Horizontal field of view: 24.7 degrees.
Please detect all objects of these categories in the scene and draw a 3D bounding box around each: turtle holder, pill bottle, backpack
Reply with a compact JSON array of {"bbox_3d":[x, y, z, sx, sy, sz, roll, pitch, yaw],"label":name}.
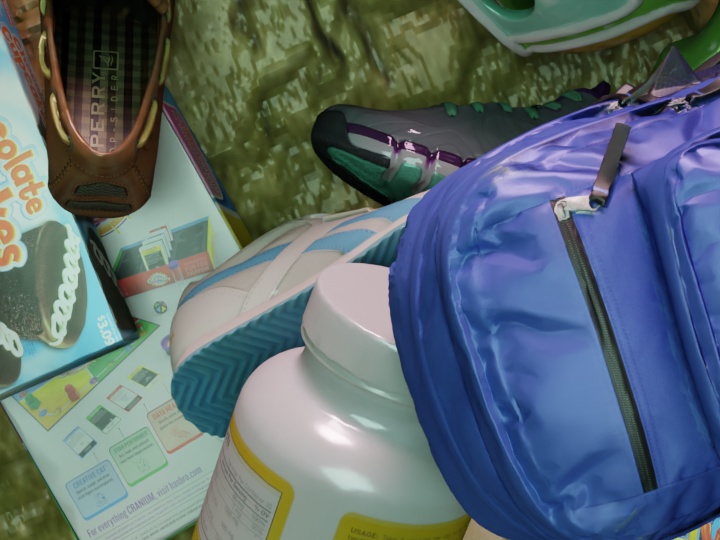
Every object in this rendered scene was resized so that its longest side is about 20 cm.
[{"bbox_3d":[0.112,-0.164,0.773,0.132,0.142,0.185,-42,131,21],"label":"turtle holder"},{"bbox_3d":[-0.011,0.105,0.706,0.111,0.112,0.202,21,111,3],"label":"pill bottle"},{"bbox_3d":[0.115,0.005,0.585,0.198,0.168,0.164,-18,85,-13],"label":"backpack"}]

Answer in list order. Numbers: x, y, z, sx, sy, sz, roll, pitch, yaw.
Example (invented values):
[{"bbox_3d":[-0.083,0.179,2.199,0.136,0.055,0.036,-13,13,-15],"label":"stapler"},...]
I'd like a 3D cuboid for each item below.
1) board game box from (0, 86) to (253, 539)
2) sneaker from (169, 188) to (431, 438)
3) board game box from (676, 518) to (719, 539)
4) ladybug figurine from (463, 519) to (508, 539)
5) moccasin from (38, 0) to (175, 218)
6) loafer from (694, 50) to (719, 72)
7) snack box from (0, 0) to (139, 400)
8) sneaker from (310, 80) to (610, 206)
[{"bbox_3d":[-0.116,0.030,0.838,0.152,0.040,0.202,-29,91,6],"label":"board game box"},{"bbox_3d":[0.000,0.000,0.763,0.198,0.081,0.077,-23,124,4],"label":"sneaker"},{"bbox_3d":[0.223,0.101,0.810,0.194,0.056,0.202,27,96,2],"label":"board game box"},{"bbox_3d":[0.014,0.164,0.816,0.134,0.072,0.203,9,101,13],"label":"ladybug figurine"},{"bbox_3d":[-0.124,-0.128,0.779,0.073,0.078,0.204,8,62,-10],"label":"moccasin"},{"bbox_3d":[0.184,-0.076,0.706,0.199,0.072,0.073,-37,92,25],"label":"loafer"},{"bbox_3d":[-0.198,-0.037,0.800,0.115,0.037,0.202,-23,87,6],"label":"snack box"},{"bbox_3d":[0.077,-0.060,0.813,0.198,0.074,0.089,19,77,-4],"label":"sneaker"}]
